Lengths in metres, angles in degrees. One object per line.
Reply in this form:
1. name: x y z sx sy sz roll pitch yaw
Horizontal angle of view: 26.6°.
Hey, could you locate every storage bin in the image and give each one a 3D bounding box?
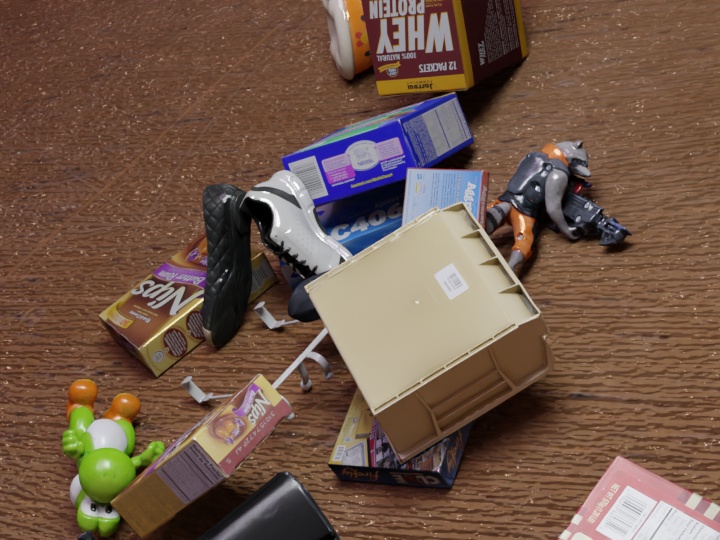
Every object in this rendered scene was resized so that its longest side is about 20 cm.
1. storage bin: 0.072 0.056 1.580 0.198 0.094 0.200 -31 47 1

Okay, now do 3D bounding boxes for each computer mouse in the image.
1. computer mouse: 0.000 0.000 1.710 0.200 0.034 0.059 -29 26 14

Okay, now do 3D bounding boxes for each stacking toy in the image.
1. stacking toy: 0.052 -0.363 2.192 0.200 0.146 0.146 -11 37 -4

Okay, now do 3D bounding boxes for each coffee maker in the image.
1. coffee maker: -0.127 0.280 1.451 0.200 0.192 0.135 -35 15 -18

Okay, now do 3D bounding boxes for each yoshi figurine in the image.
1. yoshi figurine: -0.285 0.203 1.711 0.112 0.112 0.200 -18 39 5

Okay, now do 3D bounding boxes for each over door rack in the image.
1. over door rack: -0.092 0.109 1.751 0.148 0.067 0.200 -46 27 -27

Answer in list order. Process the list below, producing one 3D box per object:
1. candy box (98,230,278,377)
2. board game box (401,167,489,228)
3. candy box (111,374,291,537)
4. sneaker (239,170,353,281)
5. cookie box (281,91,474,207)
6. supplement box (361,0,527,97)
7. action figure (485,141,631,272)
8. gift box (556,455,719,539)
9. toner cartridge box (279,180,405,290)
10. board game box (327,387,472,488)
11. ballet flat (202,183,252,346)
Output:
1. candy box: -0.217 0.034 1.916 0.200 0.056 0.117 -41 39 -16
2. board game box: 0.089 -0.014 1.711 0.103 0.019 0.200 5 89 37
3. candy box: -0.167 0.195 1.585 0.200 0.056 0.117 -37 5 46
4. sneaker: -0.072 -0.022 1.808 0.080 0.200 0.074 -24 -17 -42
5. cookie box: 0.024 -0.150 1.894 0.171 0.075 0.200 -15 9 27
6. supplement box: 0.109 -0.351 2.010 0.133 0.198 0.200 -1 20 31
7. action figure: 0.207 -0.071 1.749 0.194 0.105 0.200 -51 38 -14
8. gift box: 0.233 0.275 1.238 0.200 0.187 0.185 31 66 32
9. toner cartridge box: -0.006 -0.052 1.900 0.200 0.043 0.095 -22 35 6
10. board game box: 0.060 0.134 1.622 0.135 0.035 0.200 0 52 32
11. ballet flat: -0.167 -0.007 1.847 0.057 0.200 0.066 13 12 33
